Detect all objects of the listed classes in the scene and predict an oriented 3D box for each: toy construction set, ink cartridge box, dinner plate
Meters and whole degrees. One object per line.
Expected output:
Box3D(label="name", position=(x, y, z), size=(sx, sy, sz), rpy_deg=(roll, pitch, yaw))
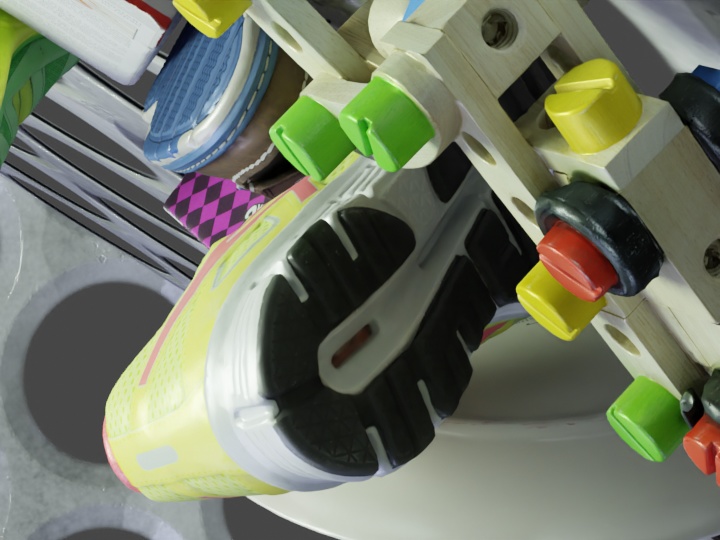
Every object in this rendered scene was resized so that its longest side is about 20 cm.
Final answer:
Box3D(label="toy construction set", position=(0.055, -0.017, 0.652), size=(0.200, 0.092, 0.131), rpy_deg=(34, 174, -31))
Box3D(label="ink cartridge box", position=(-0.126, -0.127, 0.922), size=(0.161, 0.050, 0.200), rpy_deg=(32, 173, -6))
Box3D(label="dinner plate", position=(0.050, 0.020, 0.793), size=(0.200, 0.200, 0.024), rpy_deg=(26, 129, 47))

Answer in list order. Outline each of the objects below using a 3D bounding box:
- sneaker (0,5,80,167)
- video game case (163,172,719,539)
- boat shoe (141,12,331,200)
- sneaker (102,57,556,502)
Box3D(label="sneaker", position=(-0.152, -0.073, 1.048), size=(0.074, 0.084, 0.200), rpy_deg=(35, -149, 0))
Box3D(label="video game case", position=(0.031, 0.038, 0.983), size=(0.181, 0.036, 0.200), rpy_deg=(37, -179, -25))
Box3D(label="boat shoe", position=(-0.025, -0.058, 0.914), size=(0.072, 0.072, 0.200), rpy_deg=(27, -175, -8))
Box3D(label="sneaker", position=(0.000, 0.000, 0.735), size=(0.090, 0.200, 0.078), rpy_deg=(-25, 96, 38))
